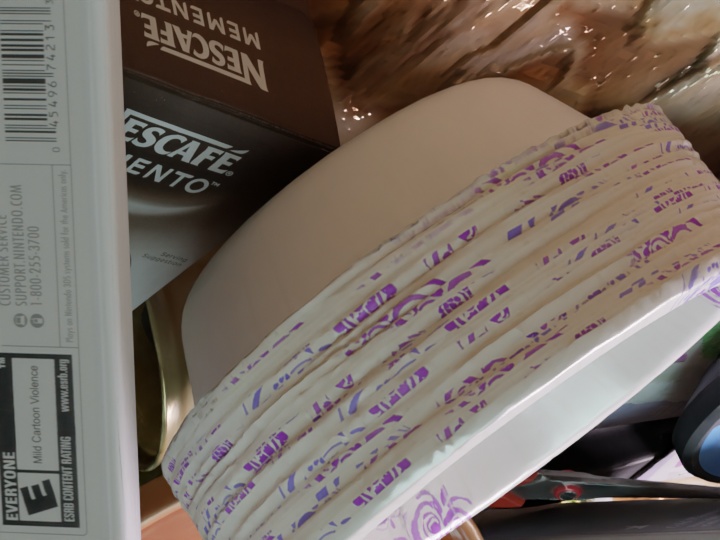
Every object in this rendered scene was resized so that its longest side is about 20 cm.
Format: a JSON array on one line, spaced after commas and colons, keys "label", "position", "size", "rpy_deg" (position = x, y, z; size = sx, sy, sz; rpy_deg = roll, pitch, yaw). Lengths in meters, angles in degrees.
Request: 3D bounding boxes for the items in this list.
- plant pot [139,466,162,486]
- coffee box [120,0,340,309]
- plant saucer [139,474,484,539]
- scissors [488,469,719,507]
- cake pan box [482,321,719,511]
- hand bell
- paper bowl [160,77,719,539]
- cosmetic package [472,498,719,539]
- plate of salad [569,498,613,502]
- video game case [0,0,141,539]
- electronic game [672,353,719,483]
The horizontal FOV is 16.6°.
[{"label": "plant pot", "position": [-0.144, 0.171, 1.049], "size": [0.199, 0.201, 0.185], "rpy_deg": [5, 135, -27]}, {"label": "coffee box", "position": [-0.116, -0.034, 0.800], "size": [0.113, 0.080, 0.200], "rpy_deg": [19, 138, -40]}, {"label": "plant saucer", "position": [-0.045, 0.141, 0.943], "size": [0.199, 0.032, 0.201], "rpy_deg": [-14, 132, -17]}, {"label": "scissors", "position": [0.066, 0.085, 0.960], "size": [0.199, 0.014, 0.073], "rpy_deg": [11, 142, -18]}, {"label": "cake pan box", "position": [0.118, 0.032, 0.992], "size": [0.183, 0.053, 0.200], "rpy_deg": [-2, 151, -37]}, {"label": "hand bell", "position": [0.000, 0.000, 0.916], "size": [0.199, 0.104, 0.104], "rpy_deg": [-13, 152, -22]}, {"label": "paper bowl", "position": [0.023, 0.016, 0.793], "size": [0.200, 0.105, 0.201], "rpy_deg": [-33, 169, -8]}, {"label": "cosmetic package", "position": [0.104, 0.139, 1.014], "size": [0.199, 0.091, 0.107], "rpy_deg": [-3, -177, 36]}, {"label": "plate of salad", "position": [0.025, 0.141, 1.175], "size": [0.199, 0.048, 0.200], "rpy_deg": [-9, 149, -6]}, {"label": "video game case", "position": [-0.155, -0.014, 0.702], "size": [0.181, 0.201, 0.023], "rpy_deg": [1, -166, 9]}, {"label": "electronic game", "position": [0.214, 0.032, 0.959], "size": [0.199, 0.042, 0.200], "rpy_deg": [-19, 158, -8]}]
